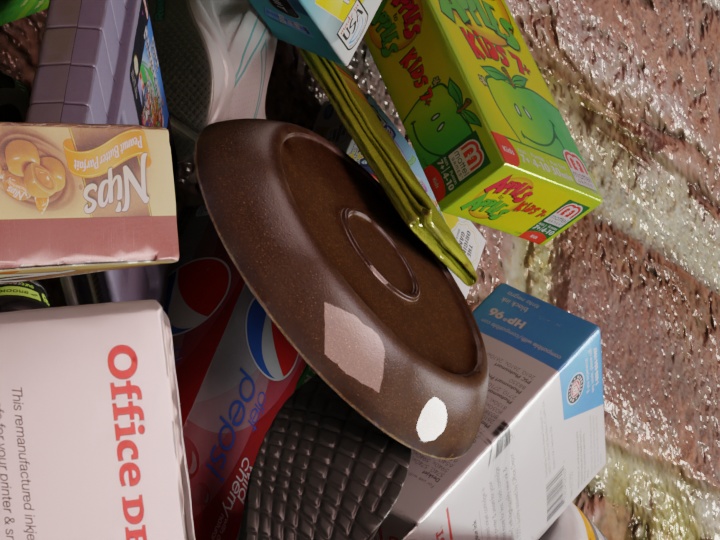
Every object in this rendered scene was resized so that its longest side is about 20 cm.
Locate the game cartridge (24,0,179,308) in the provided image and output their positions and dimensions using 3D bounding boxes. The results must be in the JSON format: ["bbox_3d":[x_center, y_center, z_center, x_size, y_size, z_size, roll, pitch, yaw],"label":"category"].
[{"bbox_3d":[-0.110,-0.041,0.952,0.200,0.038,0.130,85,12,-53],"label":"game cartridge"}]

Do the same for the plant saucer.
[{"bbox_3d":[0.000,0.000,1.024,0.200,0.032,0.200,46,18,-19],"label":"plant saucer"}]

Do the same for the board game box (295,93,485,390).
[{"bbox_3d":[-0.003,0.021,1.178,0.134,0.034,0.200,49,47,-37],"label":"board game box"}]

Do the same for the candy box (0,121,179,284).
[{"bbox_3d":[-0.181,-0.017,0.806,0.115,0.200,0.055,-4,88,-54],"label":"candy box"}]

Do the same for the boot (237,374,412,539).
[{"bbox_3d":[-0.042,0.150,1.004,0.068,0.131,0.200,24,58,-4],"label":"boot"}]

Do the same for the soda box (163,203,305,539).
[{"bbox_3d":[-0.079,0.058,1.039,0.063,0.070,0.200,52,46,-38],"label":"soda box"}]

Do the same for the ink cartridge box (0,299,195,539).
[{"bbox_3d":[-0.172,0.093,0.823,0.200,0.084,0.145,-5,87,-23],"label":"ink cartridge box"}]

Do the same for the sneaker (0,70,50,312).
[{"bbox_3d":[-0.159,0.008,0.929,0.071,0.083,0.200,20,67,-46],"label":"sneaker"}]

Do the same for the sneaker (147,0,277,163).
[{"bbox_3d":[-0.080,-0.150,1.088,0.080,0.070,0.200,8,84,-60],"label":"sneaker"}]

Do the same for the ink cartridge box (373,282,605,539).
[{"bbox_3d":[0.044,0.116,1.114,0.200,0.068,0.116,-44,144,-31],"label":"ink cartridge box"}]

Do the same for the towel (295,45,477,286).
[{"bbox_3d":[0.003,-0.083,1.117,0.200,0.018,0.086,60,11,32],"label":"towel"}]

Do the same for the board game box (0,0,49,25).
[{"bbox_3d":[-0.149,-0.141,0.960,0.200,0.096,0.030,-28,84,-51],"label":"board game box"}]

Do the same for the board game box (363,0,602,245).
[{"bbox_3d":[0.054,-0.116,1.198,0.102,0.048,0.200,15,45,-51],"label":"board game box"}]

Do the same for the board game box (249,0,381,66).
[{"bbox_3d":[-0.015,-0.201,0.998,0.151,0.047,0.200,-63,161,-7],"label":"board game box"}]

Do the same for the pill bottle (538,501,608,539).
[{"bbox_3d":[0.121,0.216,1.241,0.200,0.116,0.116,47,49,-38],"label":"pill bottle"}]
